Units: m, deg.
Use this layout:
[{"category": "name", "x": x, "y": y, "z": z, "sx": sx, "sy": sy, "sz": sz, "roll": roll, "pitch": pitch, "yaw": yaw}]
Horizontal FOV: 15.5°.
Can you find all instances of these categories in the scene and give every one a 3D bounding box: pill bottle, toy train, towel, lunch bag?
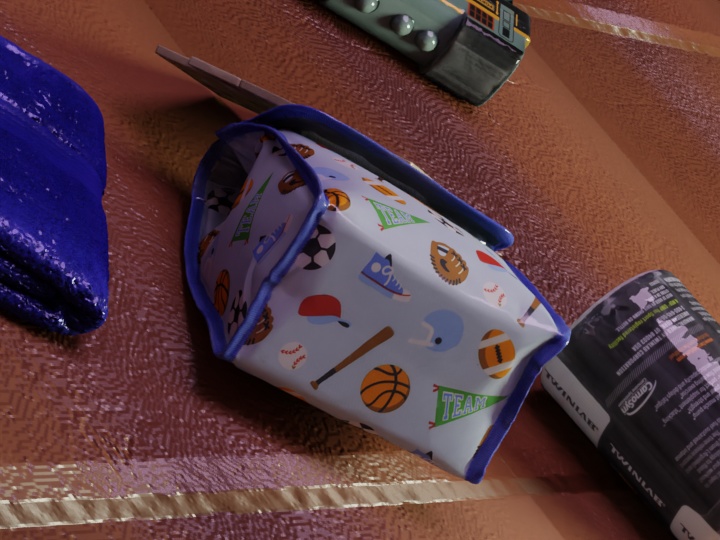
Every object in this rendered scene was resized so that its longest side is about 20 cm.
[{"category": "pill bottle", "x": 0.207, "y": 0.103, "z": 1.562, "sx": 0.200, "sy": 0.106, "sz": 0.106, "roll": 49, "pitch": 25, "yaw": 21}, {"category": "toy train", "x": 0.037, "y": -0.202, "z": 1.891, "sx": 0.200, "sy": 0.085, "sz": 0.114, "roll": 31, "pitch": 34, "yaw": -20}, {"category": "towel", "x": -0.187, "y": -0.060, "z": 1.334, "sx": 0.148, "sy": 0.050, "sz": 0.200, "roll": 29, "pitch": 26, "yaw": -22}, {"category": "lunch bag", "x": 0.000, "y": 0.000, "z": 1.426, "sx": 0.170, "sy": 0.124, "sz": 0.200, "roll": 30, "pitch": 10, "yaw": -21}]

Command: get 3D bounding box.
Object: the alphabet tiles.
[{"category": "alphabet tiles", "x": -0.030, "y": -0.083, "z": 1.545, "sx": 0.166, "sy": 0.006, "sz": 0.200, "roll": 26, "pitch": -1, "yaw": 15}]
